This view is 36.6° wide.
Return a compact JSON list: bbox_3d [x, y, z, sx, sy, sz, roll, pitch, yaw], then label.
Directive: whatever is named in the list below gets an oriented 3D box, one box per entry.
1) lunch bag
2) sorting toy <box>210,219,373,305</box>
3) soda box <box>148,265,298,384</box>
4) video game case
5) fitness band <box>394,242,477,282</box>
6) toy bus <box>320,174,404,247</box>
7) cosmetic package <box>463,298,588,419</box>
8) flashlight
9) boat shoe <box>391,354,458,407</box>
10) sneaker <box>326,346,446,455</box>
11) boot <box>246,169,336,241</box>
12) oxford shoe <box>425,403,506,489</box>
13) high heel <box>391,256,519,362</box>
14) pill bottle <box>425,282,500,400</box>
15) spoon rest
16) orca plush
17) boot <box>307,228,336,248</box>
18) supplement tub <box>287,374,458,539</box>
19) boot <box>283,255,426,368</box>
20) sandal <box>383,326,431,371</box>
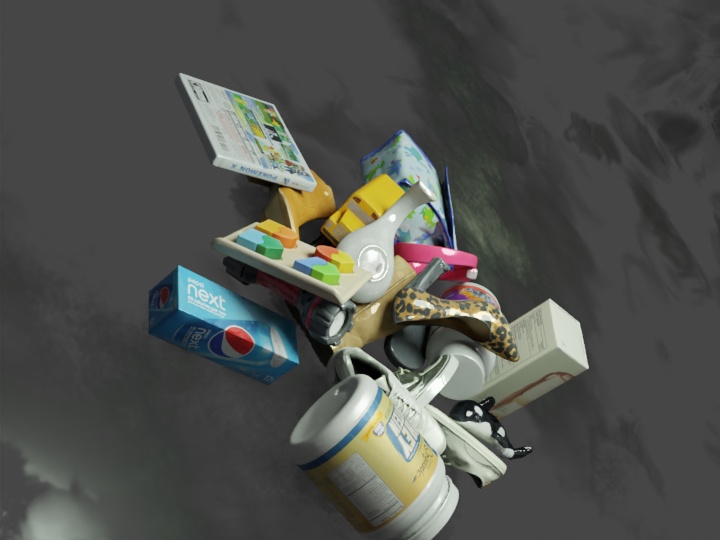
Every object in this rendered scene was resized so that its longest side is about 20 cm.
[{"bbox_3d":[0.100,-0.113,1.879,0.200,0.126,0.171,46,25,-28],"label":"lunch bag"},{"bbox_3d":[-0.082,-0.018,1.419,0.183,0.037,0.200,23,12,8],"label":"sorting toy"},{"bbox_3d":[-0.170,0.072,1.373,0.199,0.064,0.069,28,39,-38],"label":"soda box"},{"bbox_3d":[-0.171,-0.204,1.612,0.180,0.022,0.201,13,35,-40],"label":"video game case"},{"bbox_3d":[0.110,-0.012,1.752,0.141,0.200,0.038,10,84,-9],"label":"fitness band"},{"bbox_3d":[0.007,-0.086,1.668,0.065,0.078,0.200,44,23,1],"label":"toy bus"},{"bbox_3d":[0.264,0.150,1.781,0.087,0.199,0.105,33,38,-30],"label":"cosmetic package"},{"bbox_3d":[-0.098,0.026,1.436,0.198,0.068,0.068,30,-21,27],"label":"flashlight"},{"bbox_3d":[0.065,0.172,1.552,0.064,0.071,0.199,49,56,1],"label":"boat shoe"},{"bbox_3d":[0.038,0.179,1.464,0.200,0.081,0.075,42,69,1],"label":"sneaker"},{"bbox_3d":[-0.088,-0.089,1.635,0.143,0.071,0.203,11,46,-44],"label":"boot"},{"bbox_3d":[0.131,0.257,1.626,0.199,0.058,0.075,40,-8,-7],"label":"oxford shoe"},{"bbox_3d":[0.135,0.091,1.581,0.200,0.071,0.143,45,50,1],"label":"high heel"},{"bbox_3d":[0.162,0.113,1.714,0.112,0.111,0.201,46,27,-14],"label":"pill bottle"},{"bbox_3d":[0.032,-0.041,1.565,0.099,0.060,0.201,45,68,-16],"label":"spoon rest"},{"bbox_3d":[0.208,0.236,1.699,0.199,0.105,0.072,33,76,-33],"label":"orca plush"},{"bbox_3d":[0.000,0.000,1.680,0.175,0.069,0.200,56,32,0],"label":"boot"},{"bbox_3d":[0.018,0.250,1.389,0.200,0.144,0.145,49,31,-11],"label":"supplement tub"},{"bbox_3d":[-0.009,0.028,1.580,0.199,0.066,0.177,-31,98,-36],"label":"boot"},{"bbox_3d":[0.073,0.113,1.713,0.077,0.042,0.200,62,20,-3],"label":"sandal"}]
